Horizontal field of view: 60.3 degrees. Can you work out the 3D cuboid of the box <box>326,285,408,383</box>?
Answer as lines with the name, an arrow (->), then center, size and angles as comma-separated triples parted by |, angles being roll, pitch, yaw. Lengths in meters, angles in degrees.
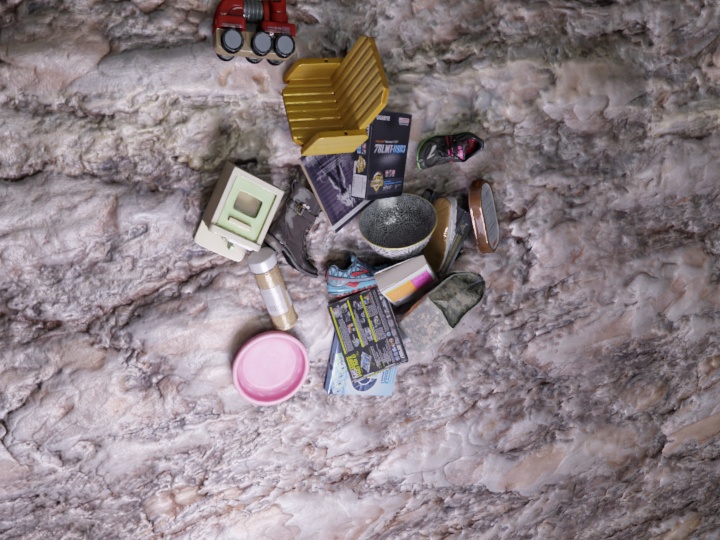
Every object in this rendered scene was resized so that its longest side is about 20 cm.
box -> 0.018, 0.159, 1.567 | 0.156, 0.044, 0.205 | -20, 75, -1

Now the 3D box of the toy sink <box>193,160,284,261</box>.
toy sink -> -0.276, -0.120, 1.396 | 0.128, 0.112, 0.205 | 24, 95, -27

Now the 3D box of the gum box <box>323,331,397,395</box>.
gum box -> 0.010, 0.246, 1.669 | 0.194, 0.044, 0.176 | 7, 102, -25

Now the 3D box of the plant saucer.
plant saucer -> -0.225, 0.237, 1.548 | 0.194, 0.051, 0.207 | -8, 115, -18

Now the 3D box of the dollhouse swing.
dollhouse swing -> -0.059, -0.386, 1.331 | 0.176, 0.176, 0.206 | -8, 72, -21

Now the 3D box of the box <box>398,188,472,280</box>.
box -> 0.198, -0.090, 1.652 | 0.155, 0.048, 0.205 | 24, 95, -28

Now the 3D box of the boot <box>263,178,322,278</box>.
boot -> -0.132, -0.097, 1.496 | 0.199, 0.069, 0.176 | 41, 79, -34

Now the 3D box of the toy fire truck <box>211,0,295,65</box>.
toy fire truck -> -0.220, -0.553, 1.299 | 0.170, 0.128, 0.208 | -3, 95, -22

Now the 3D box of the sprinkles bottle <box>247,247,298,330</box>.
sprinkles bottle -> -0.208, 0.047, 1.484 | 0.067, 0.068, 0.205 | -25, 123, -15

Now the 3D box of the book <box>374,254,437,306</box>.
book -> 0.123, 0.030, 1.553 | 0.130, 0.049, 0.200 | -25, 159, 8

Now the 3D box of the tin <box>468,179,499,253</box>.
tin -> 0.335, -0.144, 1.670 | 0.112, 0.041, 0.205 | -43, 125, -46

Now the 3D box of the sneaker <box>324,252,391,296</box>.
sneaker -> 0.000, 0.000, 1.572 | 0.195, 0.079, 0.099 | -16, 94, -32

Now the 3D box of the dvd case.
dvd case -> -0.054, -0.217, 1.499 | 0.148, 0.016, 0.204 | -40, 118, -27

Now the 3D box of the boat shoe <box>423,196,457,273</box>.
boat shoe -> 0.214, -0.090, 1.593 | 0.068, 0.070, 0.206 | -18, 128, -45

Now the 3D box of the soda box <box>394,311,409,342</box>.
soda box -> 0.142, 0.145, 1.657 | 0.195, 0.064, 0.070 | -17, 74, -28

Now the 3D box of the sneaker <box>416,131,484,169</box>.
sneaker -> 0.230, -0.310, 1.581 | 0.195, 0.084, 0.079 | -22, 113, -17

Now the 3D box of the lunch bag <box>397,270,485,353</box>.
lunch bag -> 0.213, 0.089, 1.569 | 0.198, 0.164, 0.119 | -35, 82, -38

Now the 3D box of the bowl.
bowl -> 0.097, -0.091, 1.548 | 0.196, 0.202, 0.096 | -26, 138, -14

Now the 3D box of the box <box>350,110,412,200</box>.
box -> 0.051, -0.276, 1.476 | 0.198, 0.048, 0.205 | -16, 117, -59
